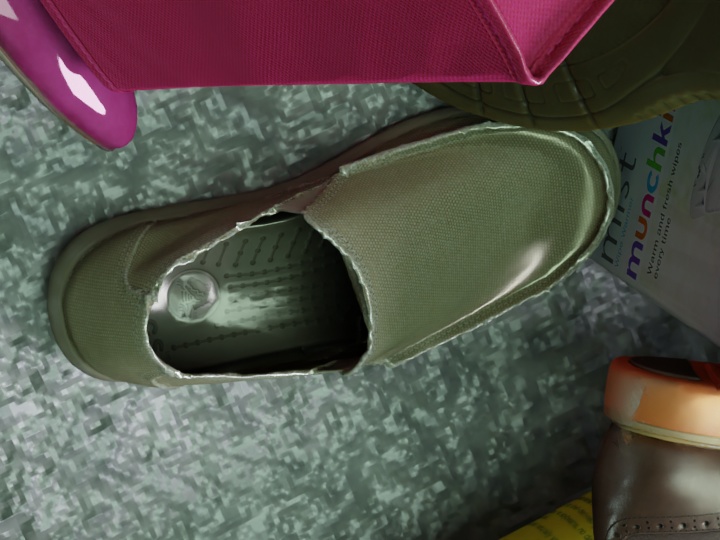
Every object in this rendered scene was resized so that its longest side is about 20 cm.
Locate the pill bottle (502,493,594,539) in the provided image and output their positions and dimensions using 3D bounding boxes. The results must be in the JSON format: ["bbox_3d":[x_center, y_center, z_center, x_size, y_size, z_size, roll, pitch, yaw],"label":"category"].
[{"bbox_3d":[0.113,0.122,0.969,0.200,0.112,0.113,-26,113,-10],"label":"pill bottle"}]

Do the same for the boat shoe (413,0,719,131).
[{"bbox_3d":[0.097,-0.089,0.886,0.066,0.201,0.072,-39,121,-46],"label":"boat shoe"}]

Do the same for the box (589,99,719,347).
[{"bbox_3d":[0.204,-0.013,0.934,0.200,0.176,0.097,8,102,-22],"label":"box"}]

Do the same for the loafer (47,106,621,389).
[{"bbox_3d":[0.000,0.000,0.924,0.200,0.068,0.076,-18,111,-14],"label":"loafer"}]

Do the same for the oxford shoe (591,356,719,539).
[{"bbox_3d":[0.168,0.078,0.896,0.200,0.071,0.073,10,96,-8],"label":"oxford shoe"}]

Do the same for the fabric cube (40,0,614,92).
[{"bbox_3d":[-0.005,-0.181,0.768,0.196,0.199,0.200,-47,118,-26],"label":"fabric cube"}]

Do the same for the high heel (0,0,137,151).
[{"bbox_3d":[-0.097,-0.136,0.847,0.096,0.067,0.200,-31,110,3],"label":"high heel"}]
